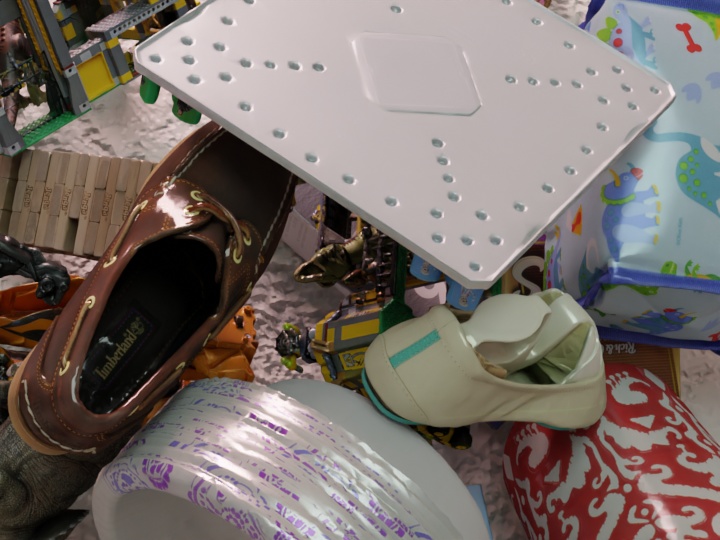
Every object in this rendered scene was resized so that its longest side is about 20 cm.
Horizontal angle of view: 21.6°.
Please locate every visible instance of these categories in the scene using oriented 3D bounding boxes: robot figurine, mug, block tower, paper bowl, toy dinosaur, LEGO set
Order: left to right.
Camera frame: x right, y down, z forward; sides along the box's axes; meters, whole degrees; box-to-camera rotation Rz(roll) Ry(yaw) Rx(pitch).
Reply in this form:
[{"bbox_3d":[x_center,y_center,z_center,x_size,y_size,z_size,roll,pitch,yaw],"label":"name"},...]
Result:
[{"bbox_3d":[-0.193,-0.155,1.074,0.199,0.117,0.153,-31,27,-23],"label":"LEGO set"},{"bbox_3d":[-0.153,0.083,0.939,0.102,0.201,0.077,17,21,-47],"label":"toy dinosaur"},{"bbox_3d":[-0.160,0.050,0.985,0.198,0.146,0.059,8,41,-18],"label":"robot figurine"},{"bbox_3d":[-0.133,-0.031,1.005,0.057,0.199,0.055,12,87,-42],"label":"block tower"},{"bbox_3d":[-0.020,0.131,0.875,0.200,0.201,0.104,37,60,11],"label":"paper bowl"},{"bbox_3d":[0.000,0.000,0.991,0.115,0.153,0.202,-13,69,32],"label":"LEGO set"},{"bbox_3d":[0.134,0.156,0.957,0.177,0.134,0.200,-34,33,5],"label":"mug"}]

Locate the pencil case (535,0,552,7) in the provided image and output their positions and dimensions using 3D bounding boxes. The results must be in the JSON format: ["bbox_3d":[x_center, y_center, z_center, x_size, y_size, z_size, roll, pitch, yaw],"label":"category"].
[{"bbox_3d":[0.041,-0.228,1.215,0.199,0.087,0.083,28,80,5],"label":"pencil case"}]

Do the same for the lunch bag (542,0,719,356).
[{"bbox_3d":[0.202,-0.047,1.029,0.198,0.127,0.172,5,73,-13],"label":"lunch bag"}]

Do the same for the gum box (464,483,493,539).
[{"bbox_3d":[-0.017,0.206,0.976,0.198,0.045,0.171,-5,62,-12],"label":"gum box"}]

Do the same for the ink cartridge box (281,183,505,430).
[{"bbox_3d":[0.072,-0.039,1.135,0.200,0.047,0.197,40,61,15],"label":"ink cartridge box"}]

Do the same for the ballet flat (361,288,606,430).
[{"bbox_3d":[0.078,0.039,0.897,0.070,0.069,0.199,54,26,20],"label":"ballet flat"}]

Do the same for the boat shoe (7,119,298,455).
[{"bbox_3d":[-0.081,0.000,0.855,0.070,0.070,0.201,38,61,-13],"label":"boat shoe"}]

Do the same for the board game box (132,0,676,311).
[{"bbox_3d":[0.024,-0.085,0.905,0.199,0.026,0.200,33,45,16],"label":"board game box"}]

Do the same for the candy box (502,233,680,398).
[{"bbox_3d":[0.122,-0.014,1.084,0.115,0.056,0.202,8,73,-22],"label":"candy box"}]
